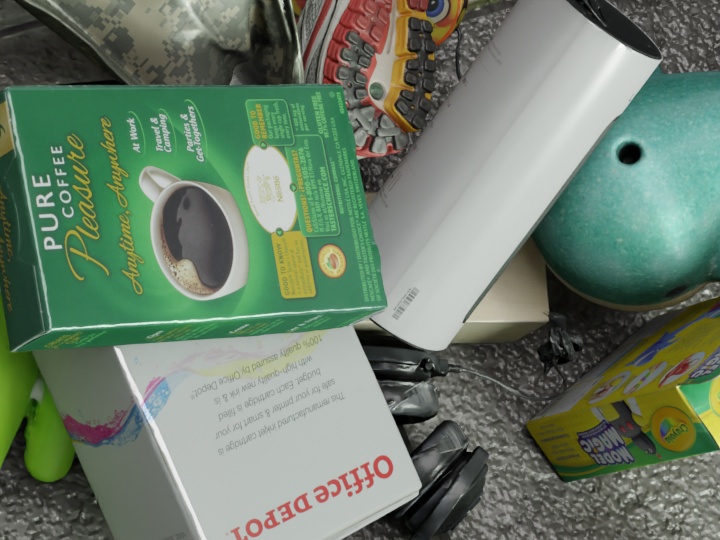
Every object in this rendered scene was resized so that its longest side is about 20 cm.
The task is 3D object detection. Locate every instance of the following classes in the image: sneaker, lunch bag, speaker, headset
[{"bbox_3d":[0.000,-0.153,1.383,0.078,0.082,0.201,25,68,-28],"label":"sneaker"},{"bbox_3d":[-0.115,-0.163,1.359,0.118,0.164,0.200,-47,121,4],"label":"lunch bag"},{"bbox_3d":[0.070,-0.059,1.348,0.081,0.081,0.200,36,107,-1],"label":"speaker"},{"bbox_3d":[0.029,0.086,1.409,0.199,0.094,0.124,-26,83,-11],"label":"headset"}]

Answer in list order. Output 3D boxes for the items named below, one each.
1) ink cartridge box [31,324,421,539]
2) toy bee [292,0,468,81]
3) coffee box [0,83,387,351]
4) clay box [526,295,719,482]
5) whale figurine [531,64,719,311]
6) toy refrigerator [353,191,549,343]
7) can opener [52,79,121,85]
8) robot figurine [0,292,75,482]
[{"bbox_3d":[-0.076,0.056,1.315,0.144,0.085,0.201,-23,88,-39],"label":"ink cartridge box"},{"bbox_3d":[0.020,-0.161,1.491,0.199,0.131,0.109,18,108,-16],"label":"toy bee"},{"bbox_3d":[-0.086,-0.028,1.254,0.199,0.044,0.124,-5,78,-37],"label":"coffee box"},{"bbox_3d":[0.185,0.058,1.408,0.115,0.200,0.048,-37,97,-25],"label":"clay box"},{"bbox_3d":[0.181,-0.066,1.403,0.199,0.104,0.160,-28,70,2],"label":"whale figurine"},{"bbox_3d":[0.000,0.000,1.450,0.199,0.070,0.076,-1,78,-17],"label":"toy refrigerator"},{"bbox_3d":[-0.096,-0.085,1.453,0.199,0.064,0.079,5,49,-13],"label":"can opener"},{"bbox_3d":[-0.227,0.051,1.334,0.174,0.116,0.201,20,65,2],"label":"robot figurine"}]
